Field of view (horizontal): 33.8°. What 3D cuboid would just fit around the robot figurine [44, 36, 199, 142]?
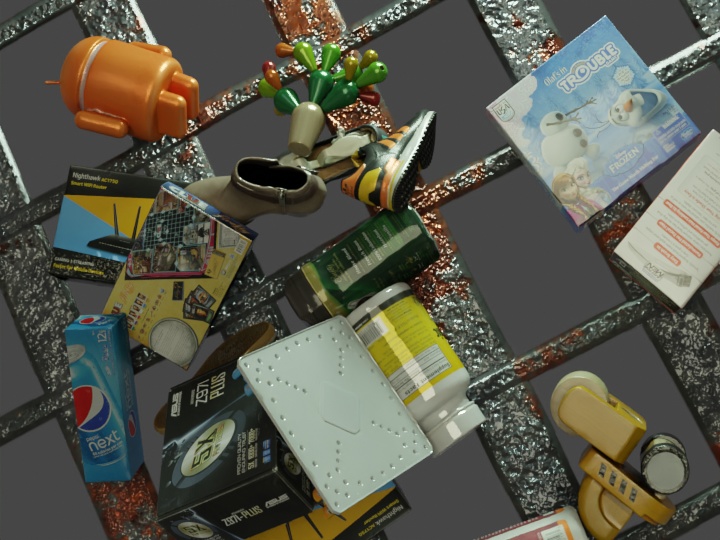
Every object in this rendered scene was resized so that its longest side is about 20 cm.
[{"bbox_3d":[-0.313,-0.244,1.582,0.197,0.117,0.146,18,89,9],"label":"robot figurine"}]

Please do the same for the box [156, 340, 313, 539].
[{"bbox_3d":[-0.144,0.206,1.388,0.162,0.086,0.202,-24,39,18],"label":"box"}]

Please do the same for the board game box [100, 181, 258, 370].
[{"bbox_3d":[-0.232,0.008,1.505,0.134,0.035,0.202,30,110,-1],"label":"board game box"}]

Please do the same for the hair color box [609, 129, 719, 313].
[{"bbox_3d":[0.417,-0.060,1.487,0.111,0.064,0.201,40,86,10],"label":"hair color box"}]

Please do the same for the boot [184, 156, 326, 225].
[{"bbox_3d":[-0.139,-0.103,1.474,0.196,0.146,0.072,1,78,3],"label":"boot"}]

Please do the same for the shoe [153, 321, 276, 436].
[{"bbox_3d":[-0.180,0.147,1.535,0.200,0.070,0.054,-43,119,-5],"label":"shoe"}]

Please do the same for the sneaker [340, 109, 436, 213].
[{"bbox_3d":[0.037,-0.150,1.500,0.088,0.071,0.201,12,39,13],"label":"sneaker"}]

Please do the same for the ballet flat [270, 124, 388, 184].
[{"bbox_3d":[-0.055,-0.143,1.556,0.197,0.073,0.074,-20,79,4],"label":"ballet flat"}]

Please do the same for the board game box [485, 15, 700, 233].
[{"bbox_3d":[0.298,-0.189,1.532,0.199,0.043,0.200,-37,77,0],"label":"board game box"}]

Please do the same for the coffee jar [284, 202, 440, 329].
[{"bbox_3d":[0.000,0.000,1.507,0.199,0.104,0.086,-35,70,0],"label":"coffee jar"}]

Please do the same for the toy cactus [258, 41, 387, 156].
[{"bbox_3d":[-0.058,-0.220,1.546,0.197,0.103,0.167,5,61,21],"label":"toy cactus"}]

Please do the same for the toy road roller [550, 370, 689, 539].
[{"bbox_3d":[0.294,0.231,1.428,0.199,0.123,0.147,38,98,11],"label":"toy road roller"}]

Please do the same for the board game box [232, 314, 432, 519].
[{"bbox_3d":[-0.030,0.162,1.358,0.026,0.199,0.201,-44,76,36],"label":"board game box"}]

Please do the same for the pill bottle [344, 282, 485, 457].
[{"bbox_3d":[0.067,0.126,1.475,0.110,0.111,0.201,-34,79,0],"label":"pill bottle"}]

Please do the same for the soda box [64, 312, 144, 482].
[{"bbox_3d":[-0.324,0.161,1.505,0.063,0.068,0.204,-4,102,6],"label":"soda box"}]

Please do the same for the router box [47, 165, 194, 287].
[{"bbox_3d":[-0.302,-0.050,1.578,0.196,0.051,0.152,8,80,8],"label":"router box"}]

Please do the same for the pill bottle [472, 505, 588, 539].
[{"bbox_3d":[0.182,0.368,1.420,0.197,0.114,0.116,-20,79,3],"label":"pill bottle"}]

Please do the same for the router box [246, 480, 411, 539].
[{"bbox_3d":[-0.059,0.285,1.452,0.199,0.051,0.150,-34,114,1],"label":"router box"}]
